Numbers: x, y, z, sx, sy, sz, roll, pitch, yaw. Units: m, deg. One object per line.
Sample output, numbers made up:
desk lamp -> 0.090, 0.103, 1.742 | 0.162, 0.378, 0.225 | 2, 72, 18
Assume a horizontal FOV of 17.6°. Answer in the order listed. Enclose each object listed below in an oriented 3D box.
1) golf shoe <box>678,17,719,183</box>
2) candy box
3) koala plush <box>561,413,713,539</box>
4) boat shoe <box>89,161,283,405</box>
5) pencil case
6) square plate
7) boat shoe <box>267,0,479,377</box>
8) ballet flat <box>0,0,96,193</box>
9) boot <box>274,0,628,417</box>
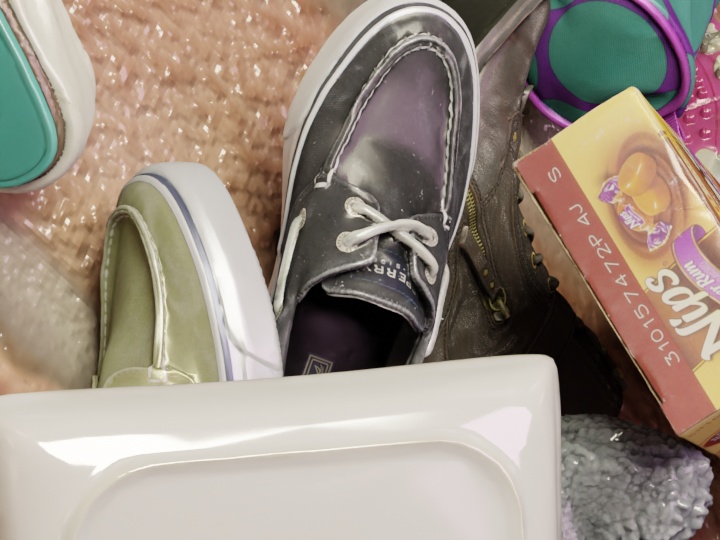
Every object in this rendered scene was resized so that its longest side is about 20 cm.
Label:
golf shoe -> 0.155, -0.023, 1.063 | 0.092, 0.075, 0.200 | 90, -7, -62
candy box -> 0.131, 0.012, 0.887 | 0.117, 0.056, 0.200 | 60, 12, 17
koala plush -> 0.154, 0.174, 0.859 | 0.177, 0.200, 0.184 | 72, 29, -57
boat shoe -> -0.065, 0.063, 0.772 | 0.062, 0.072, 0.201 | -3, 82, -33
pencil case -> 0.135, -0.138, 1.033 | 0.092, 0.085, 0.200 | 53, 40, -17
square plate -> -0.020, 0.133, 0.745 | 0.198, 0.028, 0.201 | -4, 91, -19
boat shoe -> 0.000, 0.000, 0.810 | 0.072, 0.068, 0.200 | 21, 89, -20
ballet flat -> -0.138, -0.122, 0.749 | 0.069, 0.069, 0.200 | -40, 115, -47
boot -> 0.056, -0.005, 0.941 | 0.174, 0.069, 0.200 | 51, 56, -30
